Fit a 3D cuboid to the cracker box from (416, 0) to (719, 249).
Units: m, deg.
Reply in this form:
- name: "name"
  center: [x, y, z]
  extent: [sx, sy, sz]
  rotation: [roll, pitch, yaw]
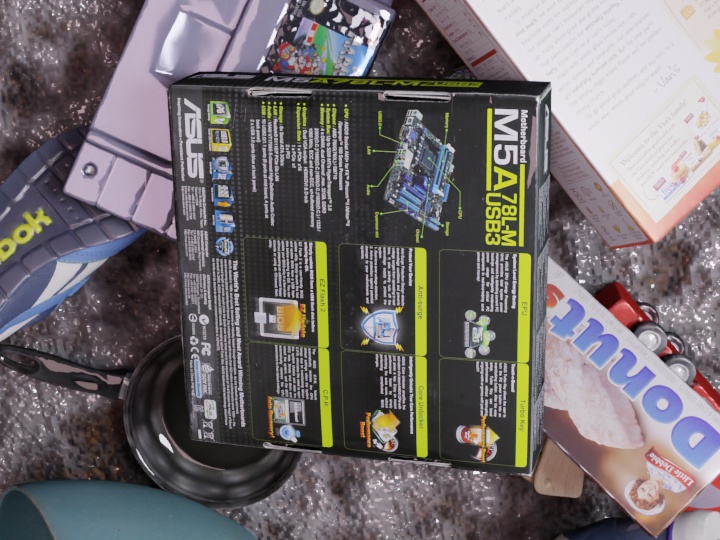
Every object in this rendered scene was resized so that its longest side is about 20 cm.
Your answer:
- name: "cracker box"
  center: [0.129, -0.129, 0.696]
  extent: [0.134, 0.058, 0.200]
  rotation: [-40, 97, -13]

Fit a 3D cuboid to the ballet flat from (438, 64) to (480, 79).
- name: "ballet flat"
  center: [0.015, -0.045, 0.749]
  extent: [0.200, 0.072, 0.072]
  rotation: [-42, 96, 14]

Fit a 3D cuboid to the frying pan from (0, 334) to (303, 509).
- name: "frying pan"
  center: [-0.124, 0.092, 0.818]
  extent: [0.190, 0.031, 0.115]
  rotation: [-4, 103, 11]

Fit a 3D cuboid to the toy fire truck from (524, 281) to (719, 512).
- name: "toy fire truck"
  center: [0.131, 0.085, 0.778]
  extent: [0.141, 0.049, 0.200]
  rotation: [-41, 97, 14]

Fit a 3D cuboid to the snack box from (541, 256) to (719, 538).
- name: "snack box"
  center: [0.111, 0.049, 0.724]
  extent: [0.072, 0.024, 0.200]
  rotation: [-45, 75, -2]

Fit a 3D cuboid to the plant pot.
- name: "plant pot"
  center: [-0.123, 0.212, 0.783]
  extent: [0.135, 0.200, 0.200]
  rotation: [-8, 106, -30]

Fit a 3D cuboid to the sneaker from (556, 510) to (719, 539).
- name: "sneaker"
  center: [0.160, 0.240, 0.744]
  extent: [0.146, 0.081, 0.200]
  rotation: [-22, 79, 34]

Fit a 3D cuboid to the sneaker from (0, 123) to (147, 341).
- name: "sneaker"
  center: [-0.186, -0.019, 0.782]
  extent: [0.200, 0.082, 0.074]
  rotation: [-34, 83, -6]

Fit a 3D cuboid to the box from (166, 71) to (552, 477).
- name: "box"
  center: [0.000, 0.000, 0.688]
  extent: [0.193, 0.048, 0.200]
  rotation: [2, 108, 14]

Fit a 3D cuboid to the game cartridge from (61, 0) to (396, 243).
- name: "game cartridge"
  center: [-0.066, -0.108, 0.733]
  extent: [0.130, 0.038, 0.200]
  rotation: [24, 94, -6]
